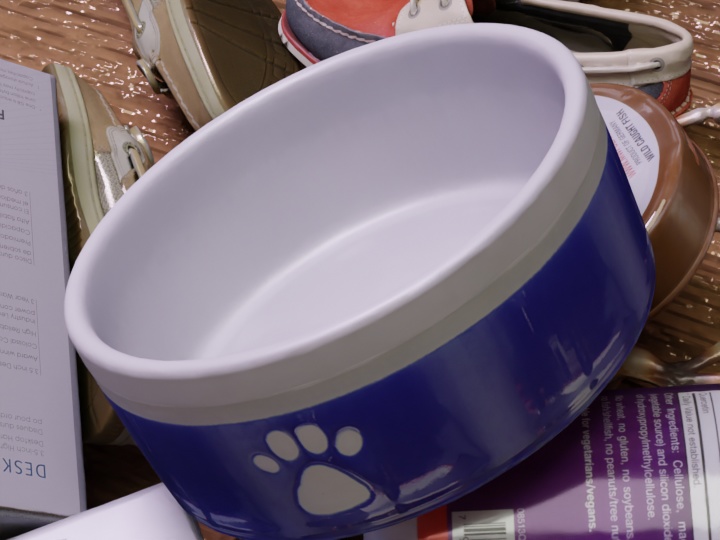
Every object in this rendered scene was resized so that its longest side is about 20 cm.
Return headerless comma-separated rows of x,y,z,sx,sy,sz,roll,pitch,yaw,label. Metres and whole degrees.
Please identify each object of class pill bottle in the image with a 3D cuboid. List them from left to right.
0.103,0.098,0.710,0.199,0.113,0.113,-3,50,4,pill bottle

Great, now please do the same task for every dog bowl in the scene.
0.000,0.000,0.706,0.199,0.079,0.200,-21,29,12,dog bowl

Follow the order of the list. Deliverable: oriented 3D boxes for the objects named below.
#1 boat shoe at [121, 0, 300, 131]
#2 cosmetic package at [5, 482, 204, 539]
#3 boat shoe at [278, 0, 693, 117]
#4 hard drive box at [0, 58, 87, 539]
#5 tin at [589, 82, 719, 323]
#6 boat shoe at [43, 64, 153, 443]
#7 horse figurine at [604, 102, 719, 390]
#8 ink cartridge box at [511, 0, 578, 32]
-0.086,-0.122,0.957,0.063,0.073,0.201,-45,50,26,boat shoe
-0.139,0.163,0.716,0.199,0.071,0.102,-19,51,-8,cosmetic package
0.055,-0.105,0.907,0.199,0.063,0.071,20,48,18,boat shoe
-0.193,0.007,0.761,0.155,0.077,0.201,15,55,-37,hard drive box
0.048,0.002,0.796,0.200,0.042,0.112,-36,38,9,tin
-0.105,-0.008,0.851,0.063,0.073,0.201,10,37,-31,boat shoe
0.101,0.009,0.820,0.132,0.050,0.201,-11,55,15,horse figurine
0.088,-0.226,0.998,0.145,0.084,0.200,29,60,28,ink cartridge box
